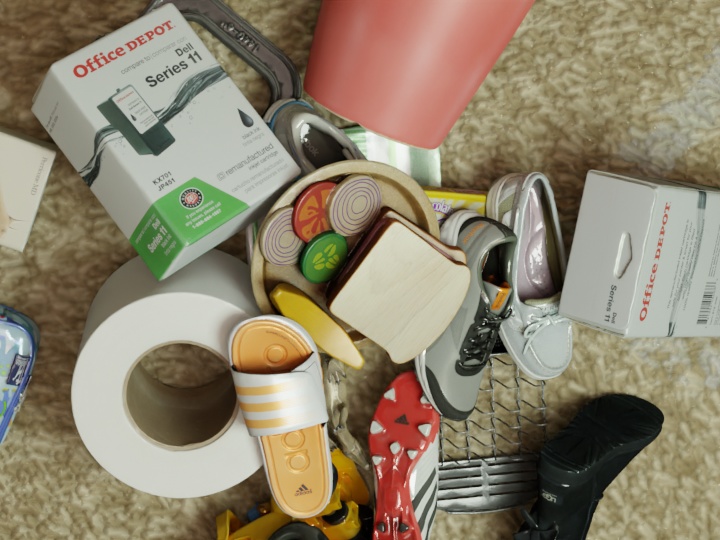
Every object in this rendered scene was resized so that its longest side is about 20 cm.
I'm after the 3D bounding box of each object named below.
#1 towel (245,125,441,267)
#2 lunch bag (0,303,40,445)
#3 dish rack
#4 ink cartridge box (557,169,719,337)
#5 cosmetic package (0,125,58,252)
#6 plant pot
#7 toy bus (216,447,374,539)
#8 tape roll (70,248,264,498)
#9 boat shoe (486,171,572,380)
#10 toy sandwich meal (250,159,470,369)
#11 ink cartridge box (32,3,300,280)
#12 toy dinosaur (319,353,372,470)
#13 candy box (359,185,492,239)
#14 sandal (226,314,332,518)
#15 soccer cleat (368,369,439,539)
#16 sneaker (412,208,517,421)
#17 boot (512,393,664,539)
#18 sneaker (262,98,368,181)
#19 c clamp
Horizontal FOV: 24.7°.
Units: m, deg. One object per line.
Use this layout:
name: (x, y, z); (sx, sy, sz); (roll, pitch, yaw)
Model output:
towel: (-0.016, -0.063, 1.612); (0.199, 0.023, 0.154); (-6, 98, -7)
lunch bag: (-0.412, 0.090, 1.548); (0.199, 0.082, 0.161); (24, 97, -10)
dish rack: (0.124, 0.149, 1.648); (0.152, 0.055, 0.201); (-4, 99, -7)
ink cartridge box: (0.286, -0.015, 1.579); (0.199, 0.083, 0.147); (3, 101, -51)
cosmetic package: (-0.391, -0.099, 1.526); (0.199, 0.073, 0.104); (18, 95, -10)
plant pot: (0.044, -0.220, 1.522); (0.199, 0.201, 0.178); (21, 104, -11)
toy bus: (-0.086, 0.282, 1.594); (0.191, 0.201, 0.136); (-17, 135, 23)
tape roll: (-0.165, 0.092, 1.537); (0.201, 0.139, 0.204); (-1, 109, -4)
boat shoe: (0.168, 0.006, 1.577); (0.074, 0.065, 0.203); (-8, 93, -22)
toy sandwich meal: (0.000, 0.000, 1.472); (0.204, 0.070, 0.206); (-9, 114, -21)
ink cartridge box: (-0.174, -0.117, 1.465); (0.146, 0.083, 0.200); (-35, 84, -33)
toy dinosaur: (-0.031, 0.100, 1.582); (0.058, 0.101, 0.201); (-6, 95, 12)
candy box: (0.067, -0.029, 1.575); (0.199, 0.026, 0.103); (2, 105, -40)
sandal: (-0.061, 0.137, 1.455); (0.079, 0.059, 0.208); (-15, 112, -1)
soccer cleat: (0.045, 0.198, 1.603); (0.068, 0.085, 0.201); (1, 84, 14)
sneaker: (0.103, 0.046, 1.551); (0.074, 0.079, 0.201); (-1, 102, -43)
boot: (0.222, 0.227, 1.654); (0.073, 0.198, 0.163); (29, 125, 29)
sneaker: (-0.012, -0.078, 1.552); (0.200, 0.087, 0.075); (44, 83, -19)
c clamp: (-0.164, -0.177, 1.566); (0.199, 0.027, 0.171); (33, 83, -4)
